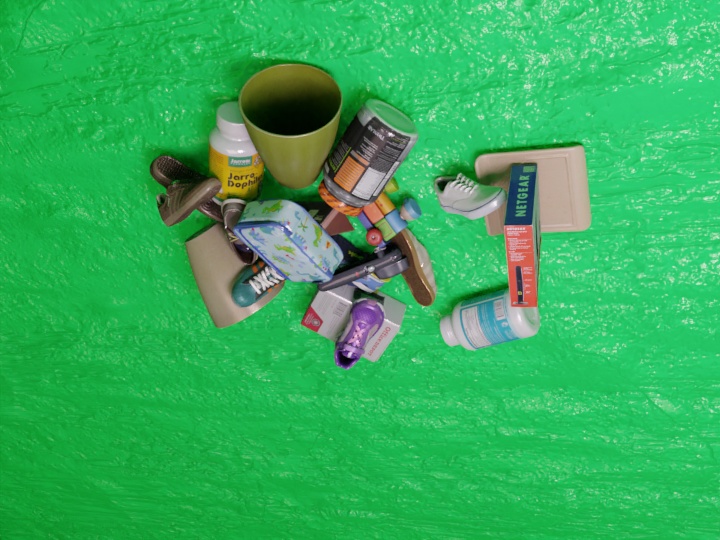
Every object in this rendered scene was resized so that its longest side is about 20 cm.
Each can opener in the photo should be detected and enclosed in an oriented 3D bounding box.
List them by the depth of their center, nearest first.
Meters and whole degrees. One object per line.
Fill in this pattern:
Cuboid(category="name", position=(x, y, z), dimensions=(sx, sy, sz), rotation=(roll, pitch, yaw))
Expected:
Cuboid(category="can opener", position=(0.000, 0.000, 1.657), dimensions=(0.200, 0.063, 0.079), rotation=(-20, 100, 10))

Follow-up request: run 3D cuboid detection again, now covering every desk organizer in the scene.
Cuboid(category="desk organizer", position=(-0.114, -0.092, 1.656), dimensions=(0.200, 0.072, 0.077), rotation=(4, 137, 43))

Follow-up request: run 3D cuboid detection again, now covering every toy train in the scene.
Cuboid(category="toy train", position=(0.026, -0.156, 1.597), dimensions=(0.116, 0.085, 0.200), rotation=(-35, 92, 21))

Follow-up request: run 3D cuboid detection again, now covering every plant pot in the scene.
Cuboid(category="plant pot", position=(-0.128, -0.253, 1.507), dimensions=(0.187, 0.187, 0.200), rotation=(14, 147, 8))
Cuboid(category="plant pot", position=(-0.302, -0.005, 1.784), dimensions=(0.187, 0.187, 0.200), rotation=(-22, 108, 33))

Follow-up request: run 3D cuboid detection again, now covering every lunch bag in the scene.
Cuboid(category="lunch bag", position=(-0.143, -0.054, 1.575), dimensions=(0.161, 0.083, 0.200), rotation=(2, 147, 42))

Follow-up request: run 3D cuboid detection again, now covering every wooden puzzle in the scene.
Cuboid(category="wooden puzzle", position=(0.330, -0.152, 1.512), dimensions=(0.200, 0.037, 0.185), rotation=(-5, 127, 18))

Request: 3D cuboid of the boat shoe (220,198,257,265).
Cuboid(category="boat shoe", position=(-0.246, -0.079, 1.648), dimensions=(0.072, 0.060, 0.200), rotation=(0, 154, 3))

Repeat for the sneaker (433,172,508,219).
Cuboid(category="sneaker", position=(0.196, -0.144, 1.487), dimensions=(0.071, 0.073, 0.200), rotation=(52, 162, -21))

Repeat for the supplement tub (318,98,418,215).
Cuboid(category="supplement tub", position=(0.010, -0.208, 1.488), dimensions=(0.122, 0.123, 0.200), rotation=(32, 119, -9))

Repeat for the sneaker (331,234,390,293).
Cuboid(category="sneaker", position=(-0.034, -0.013, 1.736), dimensions=(0.200, 0.074, 0.082), rotation=(32, 135, -8))

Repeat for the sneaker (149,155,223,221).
Cuboid(category="sneaker", position=(-0.366, -0.177, 1.722), dimensions=(0.200, 0.071, 0.076), rotation=(40, 158, -19))

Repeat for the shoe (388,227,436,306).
Cuboid(category="shoe", position=(0.113, -0.019, 1.694), dimensions=(0.070, 0.053, 0.200), rotation=(-5, 118, 43))

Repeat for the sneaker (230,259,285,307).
Cuboid(category="sneaker", position=(-0.193, 0.003, 1.702), dimensions=(0.071, 0.200, 0.080), rotation=(53, 147, -12))

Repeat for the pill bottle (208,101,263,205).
Cuboid(category="pill bottle", position=(-0.248, -0.232, 1.595), dimensions=(0.113, 0.113, 0.200), rotation=(17, 133, 6))

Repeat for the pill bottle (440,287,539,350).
Cuboid(category="pill bottle", position=(0.273, 0.107, 1.702), dimensions=(0.200, 0.111, 0.111), rotation=(-18, 121, 33))

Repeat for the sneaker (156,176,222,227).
Cuboid(category="sneaker", position=(-0.359, -0.155, 1.610), dimensions=(0.200, 0.070, 0.076), rotation=(-28, 93, 43))

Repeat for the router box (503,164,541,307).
Cuboid(category="router box", position=(0.296, -0.064, 1.437), dimensions=(0.049, 0.200, 0.180), rotation=(0, 128, 16))

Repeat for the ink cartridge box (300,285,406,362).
Cuboid(category="ink cartridge box", position=(-0.017, 0.101, 1.821), dimensions=(0.200, 0.086, 0.148), rotation=(27, 133, -6))

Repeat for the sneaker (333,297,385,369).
Cuboid(category="sneaker", position=(-0.008, 0.145, 1.739), dimensions=(0.080, 0.089, 0.200), rotation=(26, 130, -2))
